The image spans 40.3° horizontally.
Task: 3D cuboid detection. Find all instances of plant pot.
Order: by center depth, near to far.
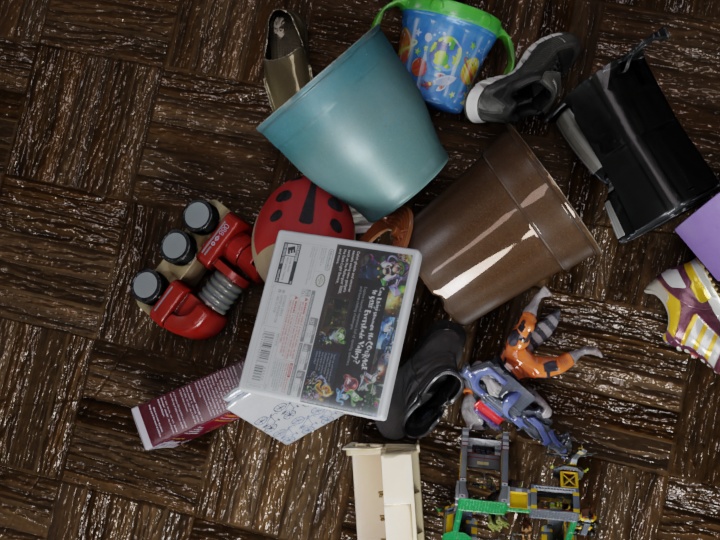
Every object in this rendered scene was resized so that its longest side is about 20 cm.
[{"bbox_3d":[0.003,-0.171,1.234,0.200,0.200,0.188,-40,100,1],"label":"plant pot"},{"bbox_3d":[0.165,-0.047,1.237,0.198,0.200,0.201,-35,79,10],"label":"plant pot"}]

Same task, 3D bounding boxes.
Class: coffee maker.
[{"bbox_3d":[0.346,-0.155,1.217,0.134,0.192,0.201,-28,81,-13],"label":"coffee maker"}]

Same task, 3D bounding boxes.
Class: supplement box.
[{"bbox_3d":[-0.186,0.170,1.291,0.199,0.109,0.061,-25,79,5],"label":"supplement box"}]

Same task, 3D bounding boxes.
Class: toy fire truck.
[{"bbox_3d":[-0.173,0.030,1.314,0.200,0.129,0.176,37,89,21],"label":"toy fire truck"}]

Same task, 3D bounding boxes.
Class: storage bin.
[{"bbox_3d":[0.033,0.312,1.198,0.093,0.199,0.201,-3,82,4],"label":"storage bin"}]

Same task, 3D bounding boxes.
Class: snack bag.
[{"bbox_3d":[-0.050,0.146,1.237,0.199,0.189,0.021,-30,58,5],"label":"snack bag"}]

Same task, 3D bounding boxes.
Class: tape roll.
[{"bbox_3d":[0.486,-0.081,1.183,0.200,0.200,0.085,-39,79,2],"label":"tape roll"}]

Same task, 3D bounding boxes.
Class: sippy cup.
[{"bbox_3d":[0.106,-0.282,1.304,0.177,0.139,0.131,18,97,25],"label":"sippy cup"}]

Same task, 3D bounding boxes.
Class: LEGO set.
[{"bbox_3d":[0.191,0.267,1.219,0.199,0.154,0.116,0,48,11],"label":"LEGO set"}]

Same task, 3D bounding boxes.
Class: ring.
[{"bbox_3d":[0.000,0.000,1.248,0.019,0.200,0.201,32,88,-17],"label":"ring"}]

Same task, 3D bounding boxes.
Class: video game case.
[{"bbox_3d":[-0.035,0.060,1.146,0.181,0.023,0.201,9,75,19],"label":"video game case"}]

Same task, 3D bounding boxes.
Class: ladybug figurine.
[{"bbox_3d":[-0.071,-0.055,1.267,0.135,0.072,0.201,7,49,-4],"label":"ladybug figurine"}]

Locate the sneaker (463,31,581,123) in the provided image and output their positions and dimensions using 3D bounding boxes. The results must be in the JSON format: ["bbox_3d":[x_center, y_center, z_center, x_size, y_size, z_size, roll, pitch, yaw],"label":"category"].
[{"bbox_3d":[0.232,-0.244,1.273,0.200,0.067,0.090,-36,38,-23],"label":"sneaker"}]

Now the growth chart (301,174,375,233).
[{"bbox_3d":[-0.009,-0.143,1.352,0.144,0.018,0.201,6,84,9],"label":"growth chart"}]

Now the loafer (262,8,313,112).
[{"bbox_3d":[-0.102,-0.271,1.353,0.076,0.067,0.201,-15,78,15],"label":"loafer"}]

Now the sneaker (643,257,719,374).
[{"bbox_3d":[0.436,0.089,1.240,0.090,0.075,0.201,-28,80,21],"label":"sneaker"}]

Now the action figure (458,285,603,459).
[{"bbox_3d":[0.213,0.144,1.261,0.193,0.105,0.200,-41,112,3],"label":"action figure"}]

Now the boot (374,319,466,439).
[{"bbox_3d":[0.064,0.164,1.211,0.069,0.132,0.201,23,121,-5],"label":"boot"}]
